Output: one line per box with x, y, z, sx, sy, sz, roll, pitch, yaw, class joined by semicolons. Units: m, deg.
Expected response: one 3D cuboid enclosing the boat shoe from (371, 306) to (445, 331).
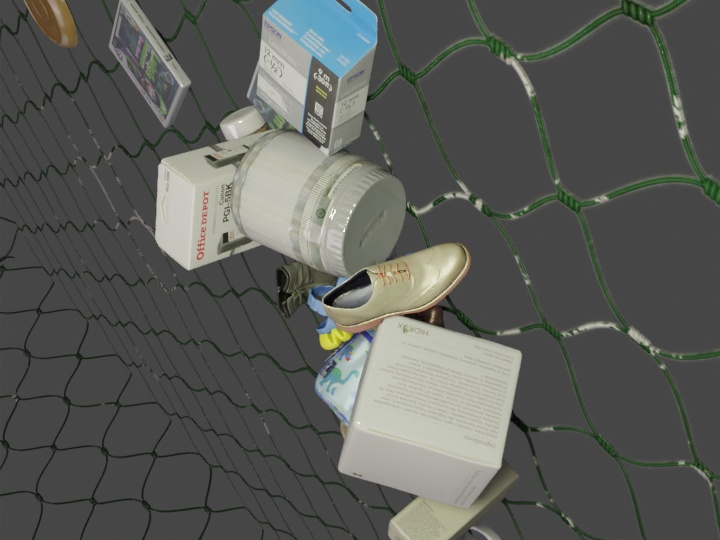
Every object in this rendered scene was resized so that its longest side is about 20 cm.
0.065;0.059;1.582;0.200;0.072;0.072;-159;70;-66;boat shoe

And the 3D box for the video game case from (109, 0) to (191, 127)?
-0.367;-0.357;1.882;0.182;0.023;0.200;55;157;0;video game case

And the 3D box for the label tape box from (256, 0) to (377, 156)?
-0.056;-0.261;1.339;0.143;0.066;0.200;43;150;22;label tape box

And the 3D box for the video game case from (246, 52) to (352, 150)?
-0.085;-0.223;1.525;0.182;0.023;0.200;53;158;6;video game case

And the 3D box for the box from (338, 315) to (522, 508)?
0.090;0.191;1.465;0.199;0.172;0.199;17;152;1;box

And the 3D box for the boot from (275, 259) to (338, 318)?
-0.076;0.036;1.725;0.068;0.131;0.200;39;152;35;boot

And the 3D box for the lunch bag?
0.042;0.185;1.659;0.200;0.161;0.082;47;180;18;lunch bag

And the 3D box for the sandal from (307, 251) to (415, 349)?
0.000;0.031;1.526;0.087;0.200;0.080;52;-157;-6;sandal

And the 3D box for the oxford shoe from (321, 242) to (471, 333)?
0.045;0.018;1.380;0.074;0.200;0.071;44;-161;-60;oxford shoe

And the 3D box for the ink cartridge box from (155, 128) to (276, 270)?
-0.183;-0.102;1.555;0.083;0.200;0.147;37;133;34;ink cartridge box

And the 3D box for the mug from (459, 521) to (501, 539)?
0.183;0.520;1.893;0.175;0.147;0.200;52;128;25;mug

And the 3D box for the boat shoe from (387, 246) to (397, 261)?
0.000;0.000;1.596;0.072;0.071;0.200;18;134;-11;boat shoe

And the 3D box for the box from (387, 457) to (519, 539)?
0.140;0.353;1.642;0.082;0.200;0.068;46;156;23;box

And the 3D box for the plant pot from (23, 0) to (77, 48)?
-0.636;-0.533;2.190;0.200;0.027;0.200;43;155;26;plant pot

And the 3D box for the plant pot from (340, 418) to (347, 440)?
0.046;0.246;1.769;0.200;0.134;0.201;44;154;27;plant pot

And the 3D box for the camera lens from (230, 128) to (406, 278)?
-0.060;-0.090;1.448;0.200;0.160;0.160;24;144;29;camera lens

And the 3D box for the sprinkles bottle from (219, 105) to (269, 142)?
-0.144;-0.153;1.682;0.068;0.068;0.200;15;135;57;sprinkles bottle
